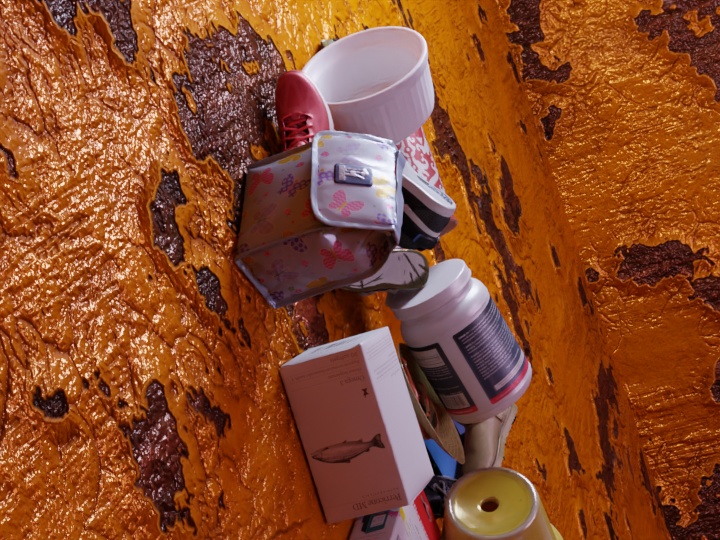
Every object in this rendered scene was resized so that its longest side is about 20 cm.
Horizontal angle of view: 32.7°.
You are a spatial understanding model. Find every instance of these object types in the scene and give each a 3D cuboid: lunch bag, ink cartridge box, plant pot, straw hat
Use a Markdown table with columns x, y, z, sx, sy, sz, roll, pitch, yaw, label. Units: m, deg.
| x | y | z | sx | sy | sz | roll | pitch | yaw | label |
| --- | --- | --- | --- | --- | --- | --- | --- | --- | --- |
| -0.042 | -0.074 | 1.485 | 0.171 | 0.197 | 0.128 | -86 | 152 | -42 | lunch bag |
| 0.043 | 0.359 | 1.578 | 0.200 | 0.066 | 0.117 | -62 | 133 | -63 | ink cartridge box |
| 0.189 | 0.383 | 1.702 | 0.202 | 0.197 | 0.191 | -80 | 163 | -51 | plant pot |
| 0.064 | 0.202 | 1.717 | 0.203 | 0.084 | 0.201 | 59 | 9 | -15 | straw hat |

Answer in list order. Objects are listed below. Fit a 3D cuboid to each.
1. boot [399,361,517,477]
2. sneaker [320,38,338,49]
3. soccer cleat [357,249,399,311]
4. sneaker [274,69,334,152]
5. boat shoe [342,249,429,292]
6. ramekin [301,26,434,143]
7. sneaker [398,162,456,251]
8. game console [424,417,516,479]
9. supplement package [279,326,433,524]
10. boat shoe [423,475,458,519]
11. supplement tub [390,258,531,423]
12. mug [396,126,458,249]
| x | y | z | sx | sy | sz | roll | pitch | yaw | label |
| --- | --- | --- | --- | --- | --- | --- | --- | --- | --- |
| 0.132 | 0.211 | 1.845 | 0.199 | 0.066 | 0.176 | 39 | 51 | -19 | boot |
| -0.003 | -0.342 | 1.964 | 0.200 | 0.087 | 0.078 | -22 | 96 | -70 | sneaker |
| 0.004 | -0.013 | 1.765 | 0.199 | 0.087 | 0.070 | 37 | 9 | -27 | soccer cleat |
| -0.074 | -0.168 | 1.619 | 0.116 | 0.077 | 0.203 | -37 | 112 | -83 | sneaker |
| 0.000 | -0.001 | 1.685 | 0.198 | 0.066 | 0.073 | 4 | 77 | -33 | boat shoe |
| 0.015 | -0.263 | 1.805 | 0.202 | 0.197 | 0.099 | -82 | 157 | -49 | ramekin |
| 0.042 | -0.104 | 1.824 | 0.200 | 0.113 | 0.073 | 43 | 25 | 30 | sneaker |
| 0.164 | 0.236 | 1.941 | 0.201 | 0.171 | 0.119 | 61 | -4 | -32 | game console |
| -0.003 | 0.189 | 1.514 | 0.117 | 0.115 | 0.203 | -25 | 98 | -70 | supplement package |
| 0.104 | 0.326 | 1.757 | 0.200 | 0.067 | 0.073 | 22 | 46 | -67 | boat shoe |
| 0.143 | 0.101 | 1.742 | 0.201 | 0.139 | 0.141 | 59 | 23 | -16 | supplement tub |
| 0.058 | -0.152 | 1.931 | 0.177 | 0.132 | 0.203 | 20 | 53 | -68 | mug |
